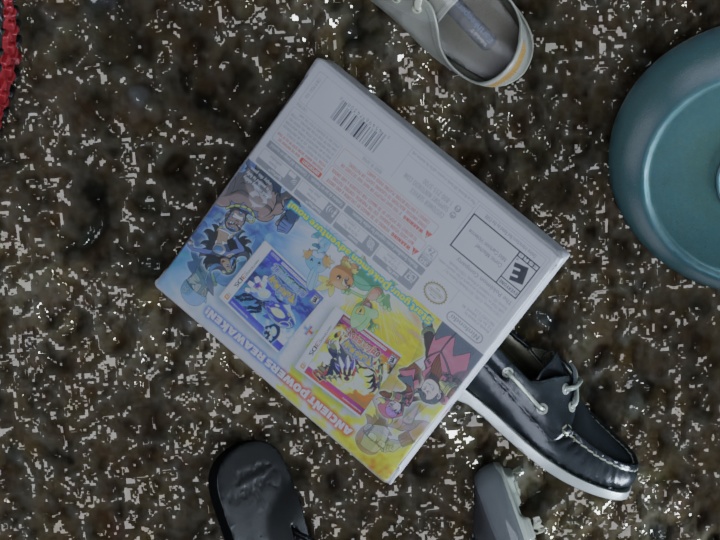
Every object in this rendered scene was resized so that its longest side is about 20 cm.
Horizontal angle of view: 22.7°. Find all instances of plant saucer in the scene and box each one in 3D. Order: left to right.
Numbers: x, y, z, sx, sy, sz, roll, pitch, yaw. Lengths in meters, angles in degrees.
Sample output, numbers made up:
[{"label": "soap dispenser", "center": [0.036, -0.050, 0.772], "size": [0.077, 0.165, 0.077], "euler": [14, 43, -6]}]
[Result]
[{"label": "plant saucer", "center": [0.255, -0.062, 1.126], "size": [0.198, 0.027, 0.201], "euler": [5, 124, 7]}]

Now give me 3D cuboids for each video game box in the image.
[{"label": "video game box", "center": [0.000, 0.000, 1.128], "size": [0.200, 0.047, 0.183], "euler": [40, 100, 9]}]

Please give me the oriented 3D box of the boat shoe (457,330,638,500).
[{"label": "boat shoe", "center": [0.109, 0.076, 1.172], "size": [0.199, 0.076, 0.060], "euler": [33, 108, -12]}]

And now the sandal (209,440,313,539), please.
[{"label": "sandal", "center": [-0.046, 0.210, 1.198], "size": [0.075, 0.045, 0.201], "euler": [-29, 108, -34]}]

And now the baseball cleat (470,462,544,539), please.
[{"label": "baseball cleat", "center": [0.083, 0.231, 1.218], "size": [0.106, 0.070, 0.202], "euler": [-15, 105, 1]}]

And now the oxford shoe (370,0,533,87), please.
[{"label": "oxford shoe", "center": [0.030, -0.185, 1.103], "size": [0.200, 0.058, 0.075], "euler": [41, 103, -11]}]

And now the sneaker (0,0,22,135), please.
[{"label": "sneaker", "center": [-0.271, -0.094, 1.105], "size": [0.095, 0.079, 0.201], "euler": [17, 104, -5]}]
